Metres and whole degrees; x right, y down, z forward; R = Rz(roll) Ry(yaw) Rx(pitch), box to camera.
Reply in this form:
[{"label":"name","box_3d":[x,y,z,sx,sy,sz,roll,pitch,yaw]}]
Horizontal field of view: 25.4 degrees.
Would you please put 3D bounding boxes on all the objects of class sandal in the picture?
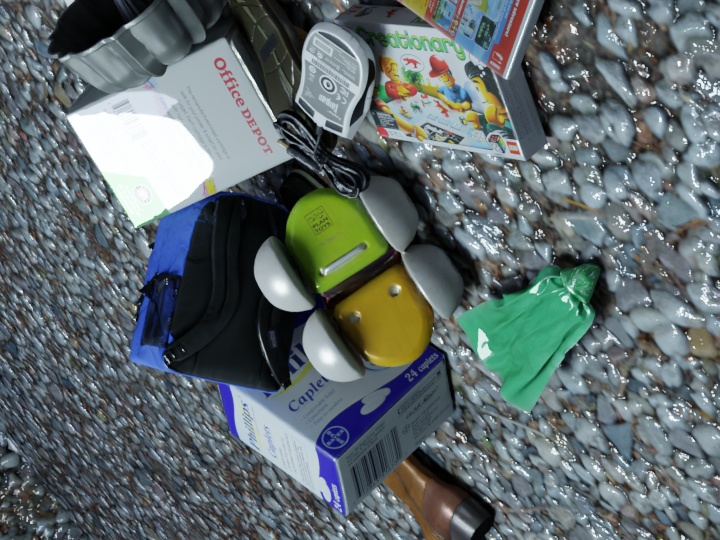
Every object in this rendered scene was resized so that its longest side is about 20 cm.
[{"label":"sandal","box_3d":[-0.066,-0.208,1.570,0.201,0.054,0.082,63,149,8]}]

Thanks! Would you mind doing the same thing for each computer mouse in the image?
[{"label":"computer mouse","box_3d":[-0.021,-0.159,1.476,0.109,0.044,0.200,38,146,13]}]

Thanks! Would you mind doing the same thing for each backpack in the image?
[{"label":"backpack","box_3d":[-0.161,0.014,1.715,0.162,0.202,0.167,14,176,-37]}]

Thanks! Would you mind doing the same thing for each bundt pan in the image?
[{"label":"bundt pan","box_3d":[-0.210,-0.252,1.580,0.201,0.202,0.076,8,144,54]}]

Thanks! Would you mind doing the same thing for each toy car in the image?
[{"label":"toy car","box_3d":[0.000,0.000,1.642,0.201,0.174,0.150,55,-170,-10]}]

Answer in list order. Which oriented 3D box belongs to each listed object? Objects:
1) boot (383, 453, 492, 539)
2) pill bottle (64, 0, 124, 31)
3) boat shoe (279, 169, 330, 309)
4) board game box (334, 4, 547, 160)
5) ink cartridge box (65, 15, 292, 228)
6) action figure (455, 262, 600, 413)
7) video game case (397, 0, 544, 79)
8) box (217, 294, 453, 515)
[{"label":"boot","box_3d":[0.064,0.296,1.987,0.200,0.068,0.189,39,152,24]},{"label":"pill bottle","box_3d":[-0.240,-0.236,1.730,0.111,0.111,0.201,1,126,57]},{"label":"boat shoe","box_3d":[-0.035,-0.014,1.750,0.074,0.063,0.202,-2,119,61]},{"label":"board game box","box_3d":[0.069,-0.170,1.417,0.199,0.035,0.127,15,136,50]},{"label":"ink cartridge box","box_3d":[-0.176,-0.155,1.649,0.199,0.088,0.146,-22,112,20]},{"label":"action figure","box_3d":[0.173,0.046,1.511,0.118,0.055,0.200,49,147,7]},{"label":"video game case","box_3d":[0.067,-0.264,1.281,0.200,0.017,0.144,40,137,22]},{"label":"box","box_3d":[-0.029,0.139,1.800,0.199,0.184,0.105,30,148,34]}]
